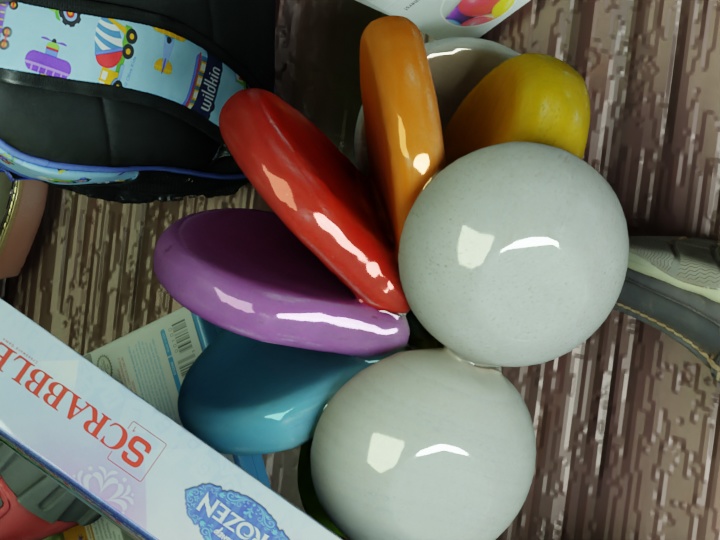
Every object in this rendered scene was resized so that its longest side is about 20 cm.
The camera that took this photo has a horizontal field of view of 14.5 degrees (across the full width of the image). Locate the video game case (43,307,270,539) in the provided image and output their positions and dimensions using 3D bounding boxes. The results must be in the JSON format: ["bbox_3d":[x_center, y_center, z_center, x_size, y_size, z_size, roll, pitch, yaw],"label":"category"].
[{"bbox_3d":[-0.120,0.114,1.257,0.199,0.018,0.144,-25,76,35],"label":"video game case"}]

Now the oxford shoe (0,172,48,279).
[{"bbox_3d":[-0.209,0.024,1.277,0.071,0.074,0.201,23,98,42],"label":"oxford shoe"}]

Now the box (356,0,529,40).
[{"bbox_3d":[0.023,-0.163,1.031,0.156,0.199,0.041,-35,53,32],"label":"box"}]

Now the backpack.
[{"bbox_3d":[-0.128,-0.119,1.146,0.134,0.200,0.184,0,91,37],"label":"backpack"}]

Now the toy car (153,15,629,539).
[{"bbox_3d":[0.000,0.000,1.051,0.175,0.149,0.201,-113,43,-65],"label":"toy car"}]

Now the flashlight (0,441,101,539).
[{"bbox_3d":[-0.177,0.120,1.252,0.200,0.068,0.068,-42,28,35],"label":"flashlight"}]

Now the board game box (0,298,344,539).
[{"bbox_3d":[-0.055,0.097,1.063,0.200,0.200,0.041,35,82,9],"label":"board game box"}]

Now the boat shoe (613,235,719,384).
[{"bbox_3d":[0.160,0.043,1.009,0.199,0.074,0.074,25,105,35],"label":"boat shoe"}]
